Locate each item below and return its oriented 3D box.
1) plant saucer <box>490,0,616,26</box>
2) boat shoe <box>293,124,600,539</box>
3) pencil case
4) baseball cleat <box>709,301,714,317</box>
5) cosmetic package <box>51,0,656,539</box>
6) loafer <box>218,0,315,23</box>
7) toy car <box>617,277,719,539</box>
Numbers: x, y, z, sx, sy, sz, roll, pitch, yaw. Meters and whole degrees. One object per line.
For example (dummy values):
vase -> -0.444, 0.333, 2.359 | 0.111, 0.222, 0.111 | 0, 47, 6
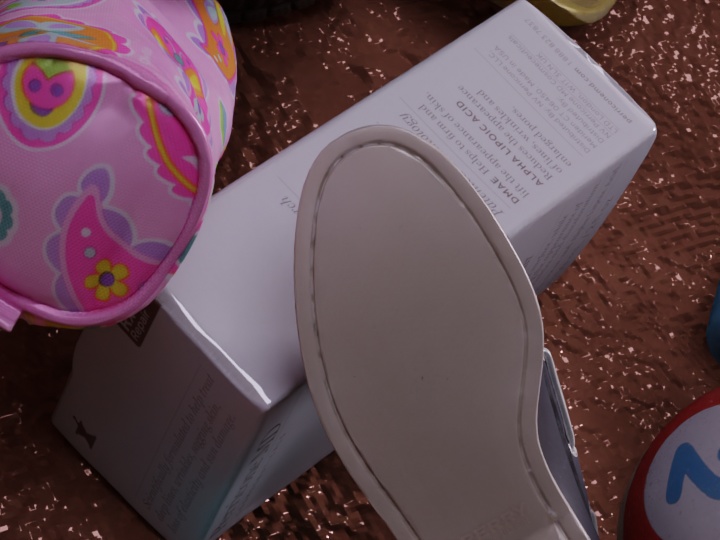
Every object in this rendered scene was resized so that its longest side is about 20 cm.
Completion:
plant saucer -> 0.040, -0.192, 1.108 | 0.200, 0.049, 0.200 | 32, 51, 3
boat shoe -> 0.029, 0.049, 0.840 | 0.072, 0.063, 0.201 | -23, 101, -1
pencil case -> -0.081, -0.044, 0.814 | 0.087, 0.088, 0.200 | 20, 15, -6
baseball cleat -> 0.218, 0.053, 0.994 | 0.200, 0.070, 0.107 | 31, 64, 9
cosmetic package -> 0.000, 0.000, 0.915 | 0.074, 0.102, 0.200 | 44, 53, 12
loafer -> -0.088, -0.136, 0.999 | 0.199, 0.076, 0.069 | 0, 61, -21
toy car -> 0.184, 0.078, 0.834 | 0.176, 0.200, 0.185 | 20, 68, -6
